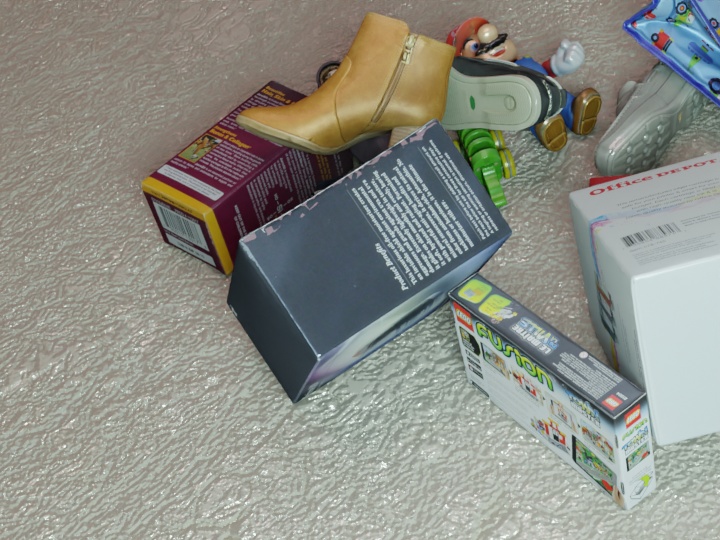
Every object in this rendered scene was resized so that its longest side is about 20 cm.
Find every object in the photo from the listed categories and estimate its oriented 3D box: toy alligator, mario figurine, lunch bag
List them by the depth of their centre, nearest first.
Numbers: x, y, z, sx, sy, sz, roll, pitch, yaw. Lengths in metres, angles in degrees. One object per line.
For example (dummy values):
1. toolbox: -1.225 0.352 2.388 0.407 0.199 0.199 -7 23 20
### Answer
1. lunch bag: 0.390 -0.225 1.310 0.150 0.094 0.201 -33 78 -38
2. toy alligator: 0.118 -0.141 1.362 0.058 0.055 0.201 -16 40 0
3. mario figurine: 0.161 -0.216 1.386 0.122 0.107 0.200 2 31 -45

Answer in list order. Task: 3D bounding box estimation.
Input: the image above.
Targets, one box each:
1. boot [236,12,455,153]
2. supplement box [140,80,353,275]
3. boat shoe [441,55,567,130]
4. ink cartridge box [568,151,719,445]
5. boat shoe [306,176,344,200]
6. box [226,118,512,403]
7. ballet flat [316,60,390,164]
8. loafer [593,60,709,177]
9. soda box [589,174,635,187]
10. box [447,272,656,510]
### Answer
1. boot: -0.013 -0.184 1.284 0.198 0.146 0.071 13 1 -3
2. supplement box: -0.116 -0.101 1.371 0.110 0.086 0.200 26 56 38
3. boat shoe: 0.118 -0.183 1.324 0.199 0.073 0.067 17 31 42
4. ink cartridge box: 0.265 0.015 1.032 0.143 0.146 0.200 -14 23 2
5. boat shoe: 0.038 -0.064 1.294 0.197 0.076 0.093 1 25 3
6. box: 0.000 0.000 1.114 0.197 0.200 0.124 -32 81 -15
7. ballet flat: 0.001 -0.174 1.427 0.072 0.074 0.200 -25 41 -10
8. loafer: 0.286 -0.156 1.313 0.069 0.071 0.200 24 45 30
9. soda box: 0.310 -0.048 1.187 0.197 0.064 0.071 -4 41 15
10. box: 0.152 0.094 1.044 0.035 0.111 0.200 -32 43 -19
